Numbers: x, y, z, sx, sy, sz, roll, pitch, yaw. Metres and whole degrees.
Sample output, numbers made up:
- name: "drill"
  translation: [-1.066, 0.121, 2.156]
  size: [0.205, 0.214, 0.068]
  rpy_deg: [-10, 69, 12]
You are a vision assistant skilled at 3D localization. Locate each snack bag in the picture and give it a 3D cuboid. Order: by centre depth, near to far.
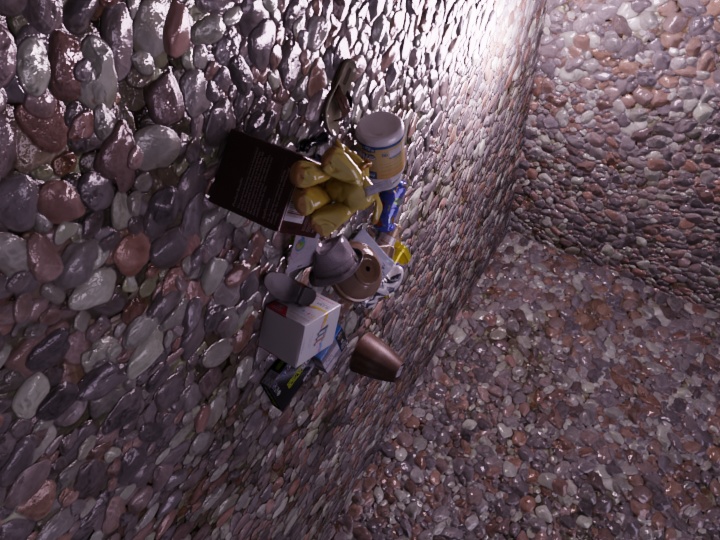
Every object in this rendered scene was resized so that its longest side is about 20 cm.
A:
- name: "snack bag"
  translation: [0.009, -0.021, 1.874]
  size: [0.189, 0.021, 0.200]
  rpy_deg: [47, 62, -17]

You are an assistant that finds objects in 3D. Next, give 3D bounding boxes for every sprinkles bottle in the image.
- name: "sprinkles bottle"
  translation: [0.085, -0.084, 2.074]
  size: [0.202, 0.068, 0.068]
  rpy_deg: [-65, 157, -2]

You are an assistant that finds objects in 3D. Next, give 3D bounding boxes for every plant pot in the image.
- name: "plant pot"
  translation: [0.000, 0.000, 1.799]
  size: [0.199, 0.092, 0.203]
  rpy_deg: [5, 80, -31]
- name: "plant pot"
  translation: [0.085, 0.392, 2.373]
  size: [0.187, 0.199, 0.188]
  rpy_deg: [-47, 150, -37]

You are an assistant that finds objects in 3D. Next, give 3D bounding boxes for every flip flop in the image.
- name: "flip flop"
  translation: [-0.044, -0.450, 1.444]
  size: [0.081, 0.057, 0.202]
  rpy_deg: [4, 108, -66]

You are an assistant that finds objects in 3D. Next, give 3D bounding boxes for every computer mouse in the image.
- name: "computer mouse"
  translation: [-0.126, -0.258, 1.469]
  size: [0.140, 0.046, 0.202]
  rpy_deg: [-35, 142, -53]

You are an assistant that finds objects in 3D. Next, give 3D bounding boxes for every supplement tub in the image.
- name: "supplement tub"
  translation: [0.061, -0.355, 1.657]
  size: [0.145, 0.144, 0.201]
  rpy_deg: [-52, 153, -29]

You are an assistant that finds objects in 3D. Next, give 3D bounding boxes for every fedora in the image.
- name: "fedora"
  translation: [-0.086, -0.042, 1.653]
  size: [0.091, 0.175, 0.200]
  rpy_deg: [68, 26, -23]

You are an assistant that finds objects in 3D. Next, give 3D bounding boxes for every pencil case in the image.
- name: "pencil case"
  translation: [0.107, -0.233, 1.960]
  size: [0.086, 0.078, 0.202]
  rpy_deg: [0, 116, -33]

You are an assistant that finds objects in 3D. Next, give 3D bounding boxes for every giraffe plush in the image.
- name: "giraffe plush"
  translation: [-0.036, -0.186, 1.120]
  size: [0.163, 0.198, 0.174]
  rpy_deg: [-92, 176, -59]

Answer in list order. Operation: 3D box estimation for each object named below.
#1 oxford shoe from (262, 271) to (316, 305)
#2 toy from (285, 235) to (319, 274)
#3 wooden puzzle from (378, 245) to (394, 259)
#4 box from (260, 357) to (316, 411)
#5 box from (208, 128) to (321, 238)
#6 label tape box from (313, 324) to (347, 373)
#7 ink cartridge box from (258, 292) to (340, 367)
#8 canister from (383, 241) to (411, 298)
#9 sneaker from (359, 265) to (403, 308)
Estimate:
- name: "oxford shoe"
  translation: [-0.213, 0.046, 1.564]
  size: [0.200, 0.071, 0.072]
  rpy_deg: [32, 89, -51]
- name: "toy"
  translation: [-0.161, -0.095, 1.543]
  size: [0.115, 0.047, 0.201]
  rpy_deg: [-24, 144, -50]
- name: "wooden puzzle"
  translation: [0.016, -0.006, 1.979]
  size: [0.198, 0.046, 0.187]
  rpy_deg: [-3, 118, -36]
- name: "box"
  translation: [-0.233, 0.340, 1.821]
  size: [0.201, 0.047, 0.194]
  rpy_deg: [-53, 152, -27]
- name: "box"
  translation: [-0.187, -0.186, 1.208]
  size: [0.164, 0.199, 0.167]
  rpy_deg: [1, 112, -66]
- name: "label tape box"
  translation: [-0.121, 0.261, 1.967]
  size: [0.145, 0.063, 0.201]
  rpy_deg: [-56, 156, -23]
- name: "ink cartridge box"
  translation: [-0.177, 0.163, 1.643]
  size: [0.200, 0.144, 0.146]
  rpy_deg: [-27, 136, -57]
- name: "canister"
  translation: [0.112, -0.002, 2.194]
  size: [0.201, 0.086, 0.149]
  rpy_deg: [-60, 156, -10]
- name: "sneaker"
  translation: [0.059, 0.034, 1.947]
  size: [0.198, 0.080, 0.130]
  rpy_deg: [-36, 142, -1]
